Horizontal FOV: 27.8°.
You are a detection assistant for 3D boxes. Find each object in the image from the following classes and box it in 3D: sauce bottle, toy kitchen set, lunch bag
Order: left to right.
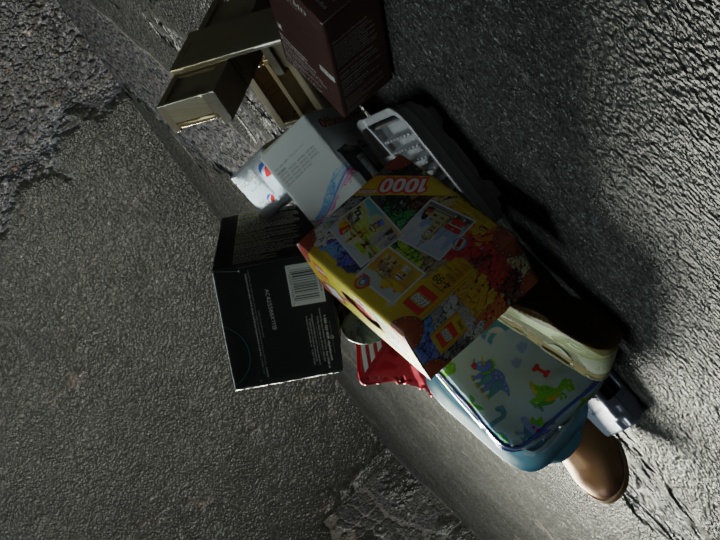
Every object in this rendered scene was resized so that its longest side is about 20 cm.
[{"bbox_3d":[-0.089,-0.204,1.633,0.163,0.201,0.181,-11,130,31],"label":"toy kitchen set"},{"bbox_3d":[0.000,0.000,1.706,0.065,0.064,0.200,56,-162,-37],"label":"sauce bottle"},{"bbox_3d":[0.160,0.083,1.565,0.200,0.161,0.082,49,180,13],"label":"lunch bag"}]

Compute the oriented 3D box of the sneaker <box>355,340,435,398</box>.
[{"bbox_3d":[0.070,0.123,1.725,0.200,0.115,0.078,54,-165,0],"label":"sneaker"}]

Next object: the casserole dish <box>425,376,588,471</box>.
[{"bbox_3d":[0.163,0.132,1.620,0.200,0.121,0.039,42,170,12],"label":"casserole dish"}]

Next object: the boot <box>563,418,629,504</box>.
[{"bbox_3d":[0.225,0.183,1.721,0.154,0.074,0.200,28,-157,-45],"label":"boot"}]

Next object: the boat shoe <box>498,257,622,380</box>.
[{"bbox_3d":[0.177,0.042,1.499,0.200,0.073,0.063,31,141,23],"label":"boat shoe"}]

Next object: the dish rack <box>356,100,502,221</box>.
[{"bbox_3d":[0.078,-0.109,1.539,0.172,0.043,0.200,52,171,-7],"label":"dish rack"}]

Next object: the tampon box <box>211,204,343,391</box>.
[{"bbox_3d":[-0.093,0.025,1.687,0.200,0.126,0.151,-95,-5,-71],"label":"tampon box"}]

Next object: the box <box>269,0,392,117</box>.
[{"bbox_3d":[-0.031,-0.243,1.423,0.100,0.075,0.200,47,169,19],"label":"box"}]

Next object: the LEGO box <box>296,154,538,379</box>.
[{"bbox_3d":[0.055,-0.008,1.459,0.200,0.149,0.077,39,167,45],"label":"LEGO box"}]

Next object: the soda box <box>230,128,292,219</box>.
[{"bbox_3d":[-0.075,-0.134,1.774,0.068,0.064,0.200,49,-149,0],"label":"soda box"}]

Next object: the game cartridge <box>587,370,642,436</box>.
[{"bbox_3d":[0.237,0.103,1.670,0.200,0.041,0.133,49,168,7],"label":"game cartridge"}]

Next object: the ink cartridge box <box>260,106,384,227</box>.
[{"bbox_3d":[0.000,-0.088,1.662,0.200,0.083,0.146,51,-154,5],"label":"ink cartridge box"}]
